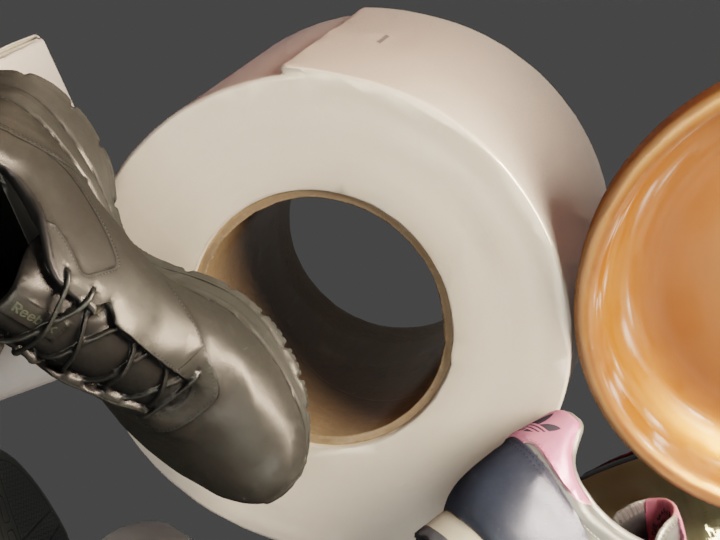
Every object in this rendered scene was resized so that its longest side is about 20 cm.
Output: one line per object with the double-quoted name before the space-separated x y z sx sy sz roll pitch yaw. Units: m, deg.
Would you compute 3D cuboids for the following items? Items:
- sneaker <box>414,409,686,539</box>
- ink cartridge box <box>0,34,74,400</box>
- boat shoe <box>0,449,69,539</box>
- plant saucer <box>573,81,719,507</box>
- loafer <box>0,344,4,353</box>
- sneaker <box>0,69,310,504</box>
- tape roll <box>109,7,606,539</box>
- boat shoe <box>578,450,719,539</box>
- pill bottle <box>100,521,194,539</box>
"sneaker" 0.114 0.138 0.720 0.200 0.070 0.082 45 78 -22
"ink cartridge box" -0.215 -0.005 0.874 0.200 0.084 0.145 -20 102 20
"boat shoe" -0.175 0.186 0.935 0.065 0.074 0.202 -11 112 13
"plant saucer" 0.180 0.006 0.707 0.200 0.037 0.200 1 117 2
"loafer" -0.222 -0.035 0.788 0.070 0.070 0.200 -26 104 15
"sneaker" -0.100 0.017 0.700 0.076 0.091 0.200 -42 95 20
"tape roll" 0.000 0.000 0.792 0.202 0.139 0.203 4 108 13
"boat shoe" 0.182 0.097 0.821 0.201 0.063 0.074 -13 84 4
"pill bottle" -0.052 0.192 0.844 0.200 0.112 0.112 27 118 45
